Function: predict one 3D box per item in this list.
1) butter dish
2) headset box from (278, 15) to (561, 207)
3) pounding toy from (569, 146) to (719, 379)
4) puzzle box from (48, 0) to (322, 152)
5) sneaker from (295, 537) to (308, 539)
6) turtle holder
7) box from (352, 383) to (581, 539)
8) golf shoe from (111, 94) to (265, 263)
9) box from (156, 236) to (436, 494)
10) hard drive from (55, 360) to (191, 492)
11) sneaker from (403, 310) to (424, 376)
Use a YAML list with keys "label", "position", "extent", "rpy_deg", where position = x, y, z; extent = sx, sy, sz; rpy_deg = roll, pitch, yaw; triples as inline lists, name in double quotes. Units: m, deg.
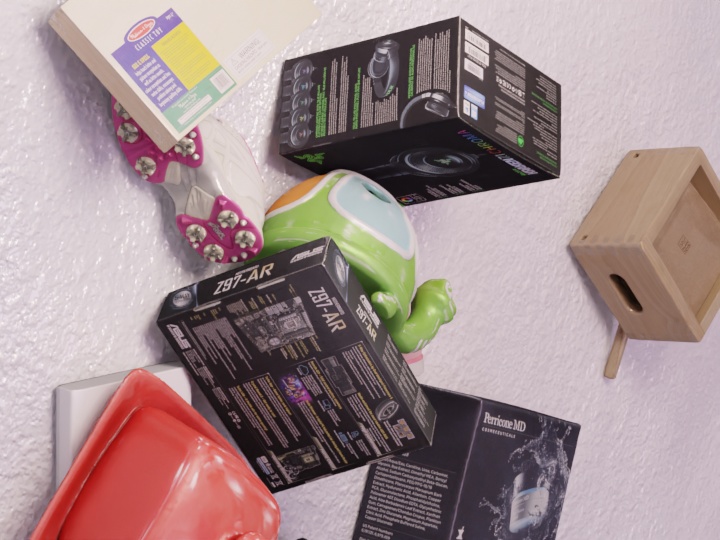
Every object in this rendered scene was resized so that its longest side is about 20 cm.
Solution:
- label: "butter dish"
  position: [-0.135, 0.211, 1.324]
  extent: [0.200, 0.148, 0.199]
  rpy_deg: [-62, 139, -21]
- label: "headset box"
  position: [0.048, -0.131, 1.476]
  extent: [0.174, 0.200, 0.093]
  rpy_deg: [24, 64, -51]
- label: "pounding toy"
  position: [0.332, -0.004, 1.920]
  extent: [0.184, 0.142, 0.200]
  rpy_deg: [-54, 124, -28]
- label: "puzzle box"
  position: [-0.132, -0.196, 1.308]
  extent: [0.133, 0.025, 0.200]
  rpy_deg: [49, 51, -7]
- label: "sneaker"
  position: [-0.098, 0.312, 1.495]
  extent: [0.086, 0.080, 0.200]
  rpy_deg: [56, 50, -29]
- label: "turtle holder"
  position: [-0.002, -0.007, 1.455]
  extent: [0.141, 0.185, 0.132]
  rpy_deg: [101, 7, -53]
- label: "box"
  position: [0.106, 0.227, 1.691]
  extent: [0.197, 0.117, 0.200]
  rpy_deg: [18, 83, -51]
- label: "golf shoe"
  position: [-0.136, -0.100, 1.366]
  extent: [0.092, 0.075, 0.200]
  rpy_deg: [-74, 145, -47]
- label: "box"
  position: [-0.051, 0.083, 1.402]
  extent: [0.200, 0.160, 0.044]
  rpy_deg: [59, 24, -26]
- label: "hard drive"
  position: [-0.194, 0.182, 1.383]
  extent: [0.132, 0.027, 0.200]
  rpy_deg: [-10, 107, -50]
- label: "sneaker"
  position: [-0.020, 0.063, 1.534]
  extent: [0.200, 0.075, 0.105]
  rpy_deg: [-15, 103, -47]
